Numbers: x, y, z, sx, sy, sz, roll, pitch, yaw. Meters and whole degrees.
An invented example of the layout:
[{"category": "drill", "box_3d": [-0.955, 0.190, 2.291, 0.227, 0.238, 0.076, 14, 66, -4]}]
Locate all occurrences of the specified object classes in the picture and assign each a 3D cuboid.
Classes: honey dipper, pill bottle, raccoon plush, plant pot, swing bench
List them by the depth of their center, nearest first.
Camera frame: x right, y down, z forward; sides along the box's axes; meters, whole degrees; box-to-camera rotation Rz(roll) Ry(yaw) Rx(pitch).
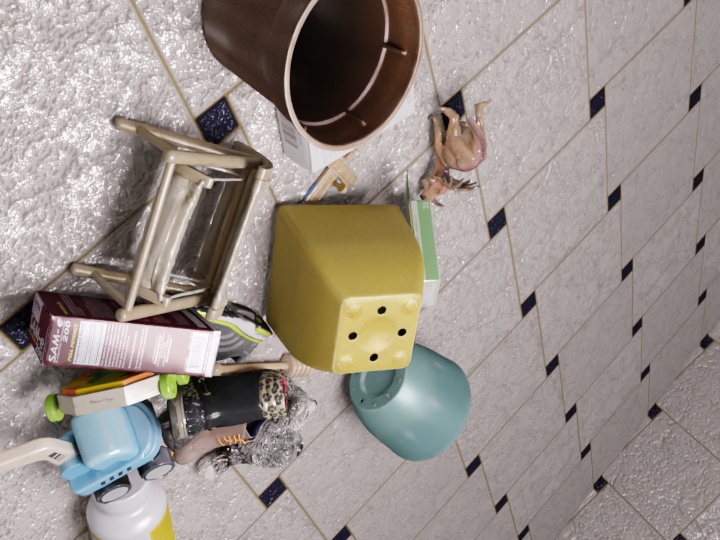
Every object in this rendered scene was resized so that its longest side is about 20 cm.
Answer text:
[{"category": "plant pot", "box_3d": [-0.066, -0.265, 0.915, 0.199, 0.197, 0.203, -29, 136, -33]}, {"category": "swing bench", "box_3d": [-0.207, -0.054, 0.971, 0.198, 0.129, 0.202, 4, 112, -49]}, {"category": "plant pot", "box_3d": [-0.010, 0.040, 1.137, 0.191, 0.200, 0.198, -2, 119, -21]}, {"category": "pill bottle", "box_3d": [-0.328, 0.362, 1.161, 0.111, 0.112, 0.202, -28, 135, -33]}, {"category": "honey dipper", "box_3d": [-0.154, 0.152, 1.265, 0.198, 0.038, 0.038, 4, 114, -48]}, {"category": "raccoon plush", "box_3d": [-0.157, 0.255, 1.269, 0.199, 0.097, 0.135, -32, 148, -30]}, {"category": "plant pot", "box_3d": [0.074, 0.217, 1.453, 0.161, 0.200, 0.202, 38, 87, -42]}]

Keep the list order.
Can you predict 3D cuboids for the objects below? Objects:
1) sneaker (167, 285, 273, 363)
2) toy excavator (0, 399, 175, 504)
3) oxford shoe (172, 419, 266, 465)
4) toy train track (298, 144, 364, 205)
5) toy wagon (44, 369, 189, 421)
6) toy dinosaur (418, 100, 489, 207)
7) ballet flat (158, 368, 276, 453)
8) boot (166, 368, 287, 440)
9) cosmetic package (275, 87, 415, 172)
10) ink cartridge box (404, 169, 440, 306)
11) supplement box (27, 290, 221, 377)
[{"category": "sneaker", "box_3d": [-0.204, 0.084, 1.130, 0.081, 0.074, 0.199, -54, 142, 4]}, {"category": "toy excavator", "box_3d": [-0.352, 0.221, 1.000, 0.192, 0.101, 0.201, -28, 153, -4]}, {"category": "oxford shoe", "box_3d": [-0.202, 0.236, 1.226, 0.199, 0.073, 0.071, -39, 145, -1]}, {"category": "toy train track", "box_3d": [-0.052, -0.114, 1.183, 0.201, 0.032, 0.115, -54, 144, -2]}, {"category": "toy wagon", "box_3d": [-0.296, 0.140, 1.019, 0.153, 0.200, 0.040, -11, 96, 2]}, {"category": "toy dinosaur", "box_3d": [0.160, -0.184, 1.280, 0.084, 0.200, 0.138, -6, 84, -17]}, {"category": "ballet flat", "box_3d": [-0.202, 0.200, 1.192, 0.198, 0.067, 0.057, -25, 113, -5]}, {"category": "boot", "box_3d": [-0.175, 0.166, 1.093, 0.151, 0.204, 0.075, -9, 98, -5]}, {"category": "cosmetic package", "box_3d": [-0.017, -0.228, 1.105, 0.199, 0.074, 0.103, -34, 139, -25]}, {"category": "ink cartridge box", "box_3d": [0.096, -0.048, 1.271, 0.047, 0.148, 0.201, -4, 155, -2]}, {"category": "supplement box", "box_3d": [-0.277, 0.075, 0.955, 0.197, 0.108, 0.062, 10, 98, -32]}]
